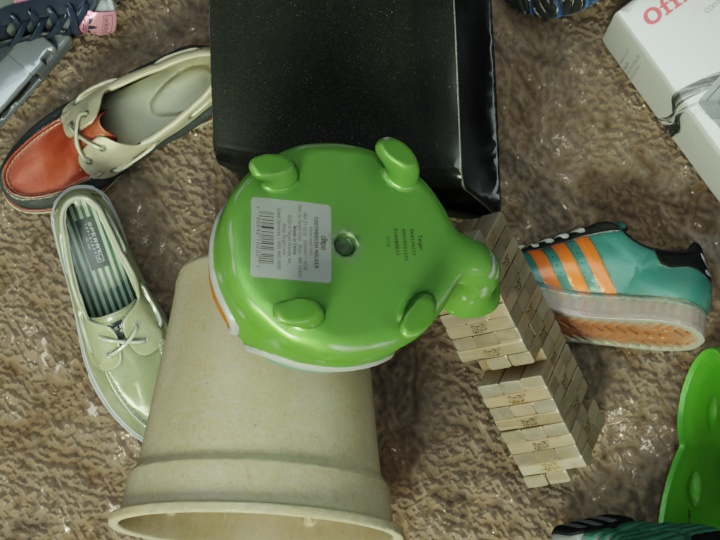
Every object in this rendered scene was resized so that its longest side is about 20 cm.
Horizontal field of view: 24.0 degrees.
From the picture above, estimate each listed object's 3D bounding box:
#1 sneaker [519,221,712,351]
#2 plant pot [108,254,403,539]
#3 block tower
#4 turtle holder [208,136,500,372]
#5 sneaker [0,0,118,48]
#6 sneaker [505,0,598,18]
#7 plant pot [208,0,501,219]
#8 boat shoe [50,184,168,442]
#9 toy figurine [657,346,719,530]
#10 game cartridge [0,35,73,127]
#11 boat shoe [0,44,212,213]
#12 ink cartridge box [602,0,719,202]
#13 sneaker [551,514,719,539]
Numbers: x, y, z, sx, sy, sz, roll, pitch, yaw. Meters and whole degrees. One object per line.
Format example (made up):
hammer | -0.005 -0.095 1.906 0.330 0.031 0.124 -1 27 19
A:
sneaker | 0.153 0.004 1.225 0.199 0.071 0.080 9 65 8
plant pot | -0.067 0.090 1.170 0.199 0.201 0.185 2 73 2
block tower | 0.105 0.053 1.174 0.054 0.058 0.201 -14 117 32
turtle holder | -0.008 -0.008 1.061 0.185 0.132 0.141 -26 81 -24
sneaker | -0.220 -0.193 1.213 0.200 0.070 0.082 -39 79 -26
sneaker | 0.185 -0.233 1.216 0.199 0.078 0.076 -11 99 35
plant pot | -0.004 -0.140 1.182 0.176 0.199 0.201 -2 85 11
boat shoe | -0.177 0.036 1.218 0.072 0.062 0.201 -23 95 -1
toy figurine | 0.321 0.164 1.191 0.183 0.150 0.201 12 60 -11
game cartridge | -0.327 -0.141 1.261 0.133 0.042 0.200 42 87 9
boat shoe | -0.179 -0.105 1.241 0.199 0.063 0.071 -27 87 0
ink cartridge box | 0.291 -0.139 1.220 0.144 0.084 0.200 -36 84 -2
sneaker | 0.197 0.217 1.141 0.074 0.200 0.088 -9 90 -17
